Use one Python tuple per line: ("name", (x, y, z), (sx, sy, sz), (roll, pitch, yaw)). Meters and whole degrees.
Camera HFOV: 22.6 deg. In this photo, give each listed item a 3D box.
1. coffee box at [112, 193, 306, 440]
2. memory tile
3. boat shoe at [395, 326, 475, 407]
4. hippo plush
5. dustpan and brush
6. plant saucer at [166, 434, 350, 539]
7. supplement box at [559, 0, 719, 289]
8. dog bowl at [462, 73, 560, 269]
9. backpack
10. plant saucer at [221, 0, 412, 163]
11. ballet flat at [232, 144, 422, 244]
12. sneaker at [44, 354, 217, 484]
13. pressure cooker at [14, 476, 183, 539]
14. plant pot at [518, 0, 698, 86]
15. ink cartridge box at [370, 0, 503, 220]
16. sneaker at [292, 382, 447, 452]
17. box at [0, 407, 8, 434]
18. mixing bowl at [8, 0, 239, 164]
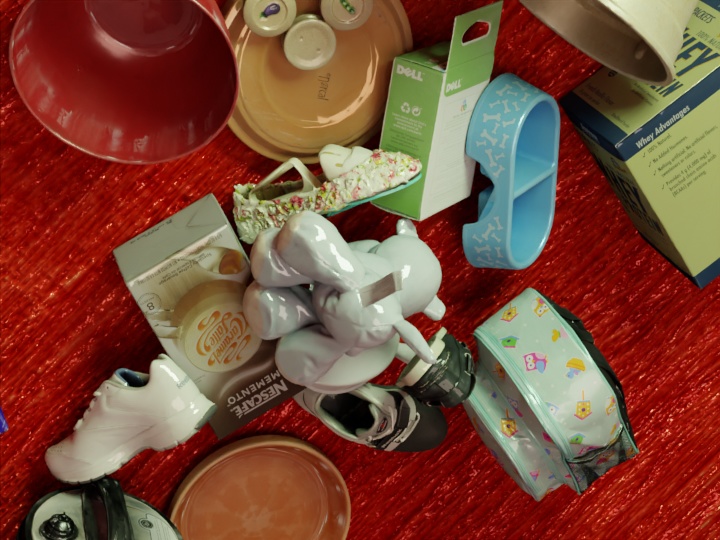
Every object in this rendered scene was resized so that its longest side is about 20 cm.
("coffee box", (-0.140, 0.045, 1.737), (0.114, 0.080, 0.201), (-30, 120, -3))
("memory tile", (-0.061, -0.282, 1.587), (0.153, 0.017, 0.200), (-42, 122, 12))
("boat shoe", (0.081, 0.100, 1.737), (0.066, 0.199, 0.075), (40, 86, 2))
("hippo plush", (0.000, 0.000, 1.669), (0.161, 0.199, 0.161), (-36, 107, -50))
("dustpan and brush", (0.012, 0.068, 1.808), (0.198, 0.057, 0.141), (17, 71, -34))
("plant saucer", (-0.108, 0.260, 1.877), (0.198, 0.032, 0.202), (-8, 116, -16))
("supplement box", (0.345, -0.135, 1.806), (0.199, 0.134, 0.200), (-37, 121, -1))
("dog bowl", (0.151, -0.091, 1.768), (0.111, 0.049, 0.202), (-32, 132, -47))
("backpack", (0.182, 0.123, 1.814), (0.152, 0.176, 0.201), (-30, 150, -9))
("plant saucer", (-0.044, -0.194, 1.683), (0.198, 0.032, 0.202), (-8, 117, -16))
("ballet flat", (-0.040, -0.080, 1.681), (0.198, 0.076, 0.064), (-21, 105, 23))
("sneaker", (-0.230, 0.141, 1.731), (0.199, 0.075, 0.088), (-27, 100, 26))
("pressure cooker", (-0.260, 0.308, 1.742), (0.178, 0.175, 0.202), (-27, 142, -54))
("plant pot", (0.258, -0.305, 1.678), (0.200, 0.200, 0.184), (37, 86, -30))
("ink cartridge box", (0.073, -0.159, 1.708), (0.104, 0.059, 0.202), (-27, 131, -55))
("sneaker", (0.014, 0.153, 1.842), (0.199, 0.089, 0.075), (22, 103, -29))
("box", (-0.408, 0.047, 1.578), (0.104, 0.184, 0.201), (-26, 120, -9))
("mixing bowl", (-0.197, -0.203, 1.567), (0.198, 0.109, 0.202), (3, 131, 3))
